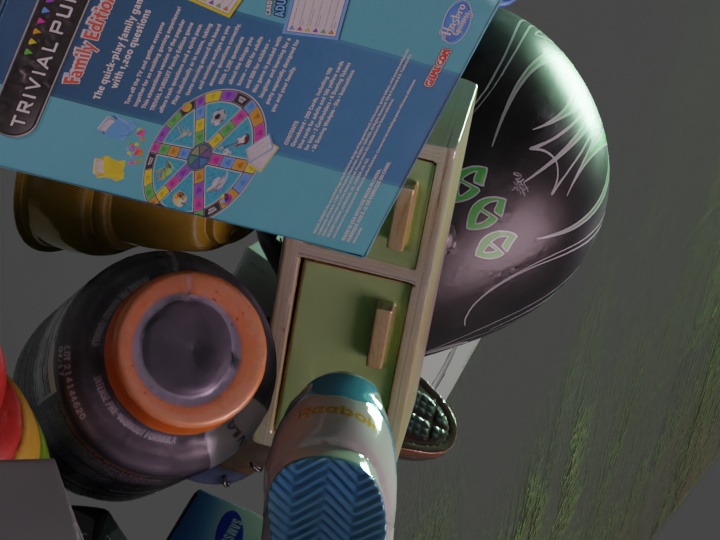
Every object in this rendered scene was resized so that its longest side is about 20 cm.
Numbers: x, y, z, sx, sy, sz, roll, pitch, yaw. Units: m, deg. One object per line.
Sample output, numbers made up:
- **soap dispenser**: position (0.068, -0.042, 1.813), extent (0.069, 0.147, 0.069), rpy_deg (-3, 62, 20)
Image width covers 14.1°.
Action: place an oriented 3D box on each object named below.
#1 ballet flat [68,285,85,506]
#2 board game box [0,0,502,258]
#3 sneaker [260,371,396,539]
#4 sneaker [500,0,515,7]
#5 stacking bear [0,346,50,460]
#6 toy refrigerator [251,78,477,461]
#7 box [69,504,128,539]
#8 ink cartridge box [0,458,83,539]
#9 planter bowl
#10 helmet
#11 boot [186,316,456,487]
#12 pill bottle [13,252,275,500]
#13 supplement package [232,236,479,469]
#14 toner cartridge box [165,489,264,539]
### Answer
- **ballet flat**: position (-0.164, 0.103, 1.546), extent (0.201, 0.062, 0.067), rpy_deg (-60, 164, 14)
- **board game box**: position (-0.061, -0.096, 1.229), extent (0.047, 0.199, 0.151), rpy_deg (-100, -149, -49)
- **sneaker**: position (-0.015, 0.140, 1.399), extent (0.081, 0.076, 0.201), rpy_deg (-80, 180, -50)
- **sneaker**: position (0.066, -0.181, 1.562), extent (0.200, 0.105, 0.076), rpy_deg (-35, 145, -50)
- **stacking bear**: position (-0.198, 0.086, 1.339), extent (0.200, 0.121, 0.114), rpy_deg (96, 19, -56)
- **toy refrigerator**: position (0.000, 0.000, 1.420), extent (0.070, 0.075, 0.201), rpy_deg (-70, 172, -54)
- **box**: position (-0.146, 0.243, 1.451), extent (0.159, 0.048, 0.201), rpy_deg (64, 35, -49)
- **ink cartridge box**: position (-0.228, 0.160, 1.257), extent (0.199, 0.085, 0.147), rpy_deg (0, 134, -25)
- **planter bowl**: position (-0.075, -0.072, 1.423), extent (0.201, 0.083, 0.201), rpy_deg (-48, 162, -21)
- **helmet**: position (0.040, -0.055, 1.566), extent (0.190, 0.200, 0.200), rpy_deg (-35, 157, -25)
- **boot**: position (-0.050, 0.078, 1.626), extent (0.097, 0.199, 0.075), rpy_deg (118, -9, -46)
- **pill bottle**: position (-0.102, 0.051, 1.402), extent (0.106, 0.106, 0.200), rpy_deg (-50, -174, -17)
- **supplement package**: position (-0.007, 0.038, 1.743), extent (0.117, 0.117, 0.200), rpy_deg (-63, 168, 23)
- **toner cartridge box**: position (-0.098, 0.191, 1.365), extent (0.200, 0.043, 0.095), rpy_deg (-60, 172, -64)
